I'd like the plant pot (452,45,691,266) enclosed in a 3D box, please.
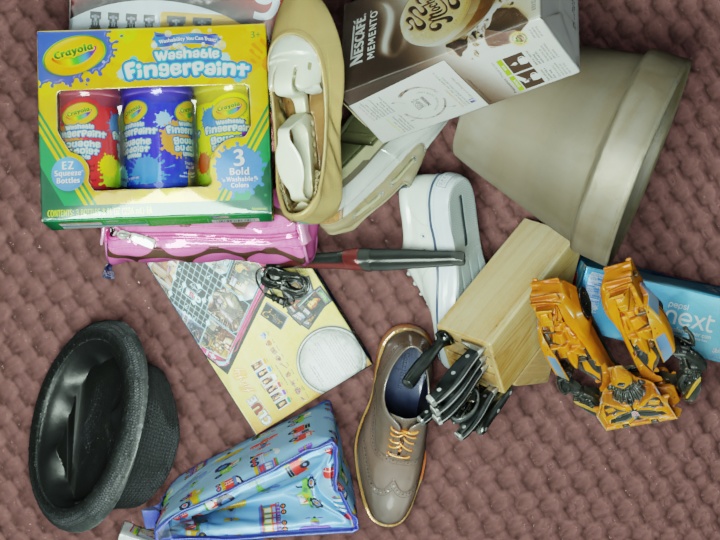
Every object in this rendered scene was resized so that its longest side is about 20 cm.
[{"bbox_3d":[0.186,-0.129,1.562,0.173,0.200,0.201,24,98,10],"label":"plant pot"}]

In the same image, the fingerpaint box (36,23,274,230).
[{"bbox_3d":[-0.177,-0.124,1.489,0.199,0.073,0.168,-1,85,-3],"label":"fingerpaint box"}]

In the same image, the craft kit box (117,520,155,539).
[{"bbox_3d":[-0.168,0.370,1.692,0.197,0.049,0.201,16,98,-2],"label":"craft kit box"}]

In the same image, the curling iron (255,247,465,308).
[{"bbox_3d":[0.000,0.000,1.591,0.199,0.026,0.050,-8,90,10],"label":"curling iron"}]

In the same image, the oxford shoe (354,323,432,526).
[{"bbox_3d":[0.032,0.156,1.647,0.071,0.073,0.201,3,100,-3],"label":"oxford shoe"}]

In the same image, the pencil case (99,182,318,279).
[{"bbox_3d":[-0.138,-0.041,1.562,0.199,0.094,0.091,-2,94,1],"label":"pencil case"}]

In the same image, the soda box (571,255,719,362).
[{"bbox_3d":[0.298,0.040,1.640,0.199,0.068,0.064,13,101,-4],"label":"soda box"}]

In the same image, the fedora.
[{"bbox_3d":[-0.231,0.152,1.616,0.091,0.200,0.201,20,100,-41],"label":"fedora"}]

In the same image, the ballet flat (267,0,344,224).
[{"bbox_3d":[-0.048,-0.138,1.456,0.068,0.063,0.201,-3,98,28],"label":"ballet flat"}]

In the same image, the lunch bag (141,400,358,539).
[{"bbox_3d":[-0.110,0.206,1.610,0.199,0.151,0.094,-15,100,0],"label":"lunch bag"}]

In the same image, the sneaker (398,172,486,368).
[{"bbox_3d":[0.077,-0.002,1.631,0.071,0.073,0.201,11,116,36],"label":"sneaker"}]

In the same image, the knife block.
[{"bbox_3d":[0.116,0.053,1.584,0.064,0.175,0.201,20,101,35],"label":"knife block"}]

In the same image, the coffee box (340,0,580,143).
[{"bbox_3d":[0.084,-0.203,1.486,0.199,0.113,0.080,-19,139,27],"label":"coffee box"}]

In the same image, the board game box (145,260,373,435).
[{"bbox_3d":[-0.097,0.038,1.642,0.135,0.035,0.200,-31,99,3],"label":"board game box"}]

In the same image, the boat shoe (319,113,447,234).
[{"bbox_3d":[0.020,-0.109,1.578,0.200,0.075,0.069,-38,128,-30],"label":"boat shoe"}]

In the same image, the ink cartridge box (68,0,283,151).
[{"bbox_3d":[-0.166,-0.197,1.575,0.199,0.084,0.176,2,100,-3],"label":"ink cartridge box"}]

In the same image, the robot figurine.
[{"bbox_3d":[0.235,0.077,1.581,0.144,0.058,0.200,-13,131,24],"label":"robot figurine"}]
